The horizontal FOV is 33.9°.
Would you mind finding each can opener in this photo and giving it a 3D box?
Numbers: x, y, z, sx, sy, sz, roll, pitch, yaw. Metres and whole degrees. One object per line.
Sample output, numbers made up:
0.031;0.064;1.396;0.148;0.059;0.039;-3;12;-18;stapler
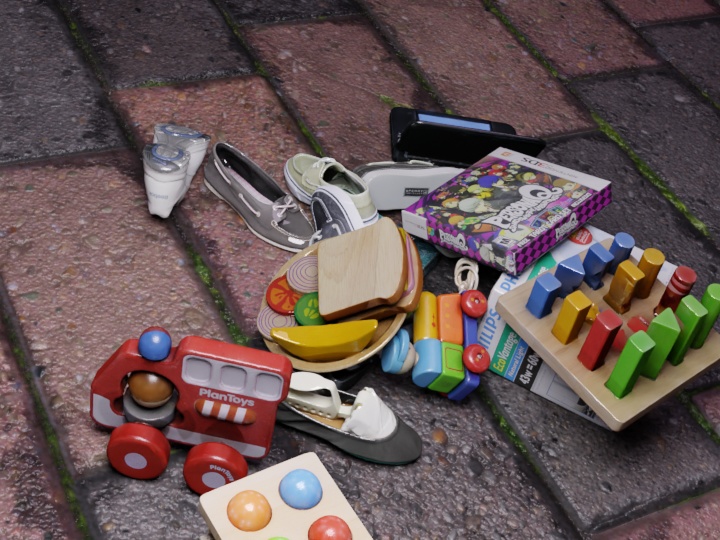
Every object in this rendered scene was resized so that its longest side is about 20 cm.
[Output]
0.026;0.082;1.395;0.198;0.067;0.053;-21;58;-44;can opener

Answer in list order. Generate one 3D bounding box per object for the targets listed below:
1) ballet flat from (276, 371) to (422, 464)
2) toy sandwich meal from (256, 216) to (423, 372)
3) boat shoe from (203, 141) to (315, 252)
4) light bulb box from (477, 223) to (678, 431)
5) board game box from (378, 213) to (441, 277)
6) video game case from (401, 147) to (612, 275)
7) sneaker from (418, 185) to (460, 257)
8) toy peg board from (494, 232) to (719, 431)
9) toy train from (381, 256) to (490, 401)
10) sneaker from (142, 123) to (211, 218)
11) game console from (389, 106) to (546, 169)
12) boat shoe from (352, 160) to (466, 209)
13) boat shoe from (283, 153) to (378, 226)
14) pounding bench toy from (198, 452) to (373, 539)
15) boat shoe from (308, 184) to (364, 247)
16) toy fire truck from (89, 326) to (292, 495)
-0.023;0.156;1.289;0.197;0.069;0.069;17;46;2;ballet flat
-0.028;0.022;1.321;0.202;0.071;0.208;-11;51;13;toy sandwich meal
-0.130;-0.096;1.537;0.199;0.058;0.067;37;46;23;boat shoe
0.262;0.052;1.443;0.198;0.126;0.199;26;43;11;light bulb box
0.000;0.000;1.494;0.134;0.028;0.200;31;43;16;board game box
0.180;-0.078;1.454;0.199;0.036;0.180;-33;39;-33;video game case
0.157;-0.065;1.574;0.197;0.078;0.111;-2;31;-34;sneaker
0.291;0.038;1.303;0.198;0.099;0.199;-25;57;-32;toy peg board
0.081;0.042;1.373;0.114;0.085;0.203;14;56;-22;toy train
-0.246;-0.134;1.537;0.073;0.088;0.200;14;23;2;sneaker
0.150;-0.206;1.695;0.196;0.118;0.178;8;42;-9;game console
0.084;-0.119;1.614;0.197;0.072;0.064;5;28;-23;boat shoe
-0.037;-0.116;1.556;0.071;0.063;0.199;-22;38;-27;boat shoe
-0.104;0.278;1.065;0.198;0.158;0.125;-17;50;-31;pounding bench toy
-0.031;-0.026;1.443;0.067;0.072;0.202;-7;52;-25;boat shoe
-0.174;0.126;1.199;0.196;0.170;0.113;14;41;-1;toy fire truck
